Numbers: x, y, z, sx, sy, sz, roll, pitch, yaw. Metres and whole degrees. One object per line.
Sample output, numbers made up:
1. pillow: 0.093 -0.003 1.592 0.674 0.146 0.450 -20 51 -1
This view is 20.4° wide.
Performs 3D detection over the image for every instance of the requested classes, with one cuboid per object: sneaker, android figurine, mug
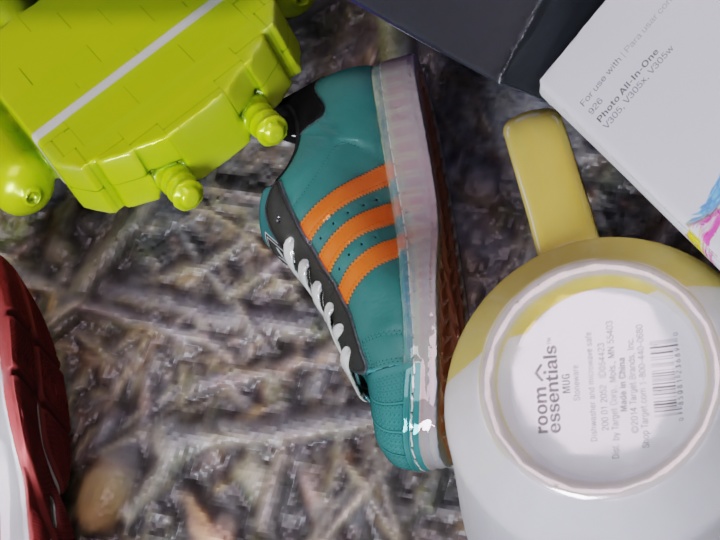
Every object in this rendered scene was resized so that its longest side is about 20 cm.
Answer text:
1. sneaker: -0.183 0.092 0.839 0.114 0.079 0.201 -15 59 6
2. android figurine: -0.102 -0.096 0.914 0.182 0.041 0.200 -39 45 -7
3. sneaker: 0.000 0.000 0.846 0.079 0.072 0.201 -12 53 10
4. mug: 0.084 0.050 0.735 0.186 0.153 0.150 41 85 24

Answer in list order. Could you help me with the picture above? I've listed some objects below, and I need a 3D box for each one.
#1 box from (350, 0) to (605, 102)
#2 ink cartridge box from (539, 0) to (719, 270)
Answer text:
1. box: 0.060 -0.121 0.809 0.141 0.200 0.079 30 100 28
2. ink cartridge box: 0.173 -0.016 0.695 0.088 0.145 0.200 -50 46 10
